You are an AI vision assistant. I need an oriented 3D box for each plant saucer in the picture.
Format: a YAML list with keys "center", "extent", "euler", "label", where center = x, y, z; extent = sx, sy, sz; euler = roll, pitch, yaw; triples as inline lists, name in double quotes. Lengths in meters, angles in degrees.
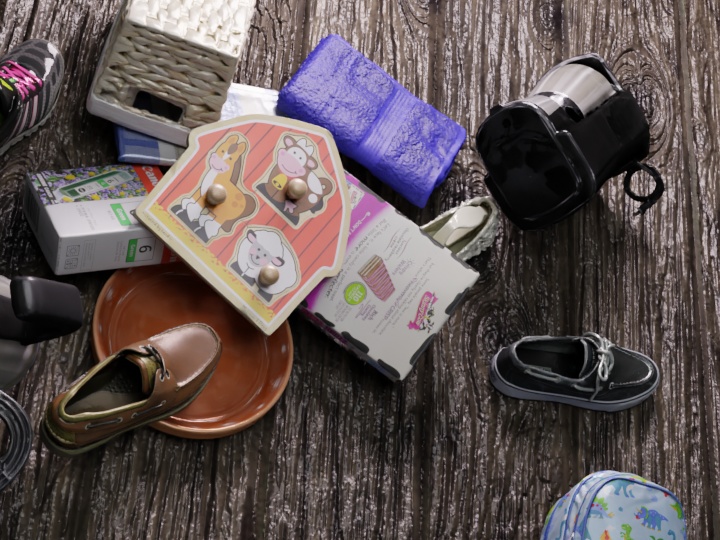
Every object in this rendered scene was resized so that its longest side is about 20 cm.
- center: [-0.163, 0.070, 1.569]
  extent: [0.199, 0.032, 0.201]
  euler: [11, 57, -18]
  label: "plant saucer"

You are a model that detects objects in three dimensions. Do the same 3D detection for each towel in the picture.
- center: [-0.161, -0.148, 1.676]
  extent: [0.199, 0.024, 0.147]
  euler: [5, 43, -23]
  label: "towel"
- center: [0.017, -0.168, 1.757]
  extent: [0.200, 0.050, 0.148]
  euler: [34, 38, -4]
  label: "towel"

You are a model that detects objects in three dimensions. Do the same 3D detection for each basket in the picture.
- center: [-0.185, -0.240, 1.650]
  extent: [0.135, 0.124, 0.200]
  euler: [18, 39, -10]
  label: "basket"

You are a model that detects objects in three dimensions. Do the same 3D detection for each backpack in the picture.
- center: [0.243, 0.295, 1.567]
  extent: [0.163, 0.154, 0.200]
  euler: [17, 43, -7]
  label: "backpack"

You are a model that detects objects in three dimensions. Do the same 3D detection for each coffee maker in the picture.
- center: [0.237, -0.126, 1.768]
  extent: [0.192, 0.135, 0.200]
  euler: [38, 35, 9]
  label: "coffee maker"

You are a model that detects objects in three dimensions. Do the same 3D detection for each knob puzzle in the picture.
- center: [-0.089, -0.067, 1.563]
  extent: [0.219, 0.030, 0.221]
  euler: [5, 77, -21]
  label: "knob puzzle"

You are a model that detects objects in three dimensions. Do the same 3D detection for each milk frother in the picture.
- center: [-0.335, 0.092, 1.370]
  extent: [0.180, 0.188, 0.201]
  euler: [6, 84, 10]
  label: "milk frother"

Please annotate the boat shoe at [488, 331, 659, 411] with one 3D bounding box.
- center: [0.236, 0.099, 1.708]
  extent: [0.199, 0.068, 0.074]
  euler: [9, 59, -19]
  label: "boat shoe"

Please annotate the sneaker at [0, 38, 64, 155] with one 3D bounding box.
- center: [-0.349, -0.168, 1.589]
  extent: [0.074, 0.087, 0.200]
  euler: [36, 54, -1]
  label: "sneaker"

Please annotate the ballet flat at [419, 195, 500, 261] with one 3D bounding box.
- center: [0.074, -0.028, 1.712]
  extent: [0.200, 0.072, 0.072]
  euler: [-33, 79, -34]
  label: "ballet flat"

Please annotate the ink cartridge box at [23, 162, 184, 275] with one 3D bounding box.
- center: [-0.217, -0.056, 1.584]
  extent: [0.199, 0.051, 0.109]
  euler: [-8, 41, -27]
  label: "ink cartridge box"

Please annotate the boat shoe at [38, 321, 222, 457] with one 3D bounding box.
- center: [-0.198, 0.102, 1.474]
  extent: [0.200, 0.068, 0.072]
  euler: [-36, 78, -35]
  label: "boat shoe"

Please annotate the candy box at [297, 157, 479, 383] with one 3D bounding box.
- center: [0.000, 0.000, 1.633]
  extent: [0.200, 0.061, 0.137]
  euler: [38, 82, 1]
  label: "candy box"
